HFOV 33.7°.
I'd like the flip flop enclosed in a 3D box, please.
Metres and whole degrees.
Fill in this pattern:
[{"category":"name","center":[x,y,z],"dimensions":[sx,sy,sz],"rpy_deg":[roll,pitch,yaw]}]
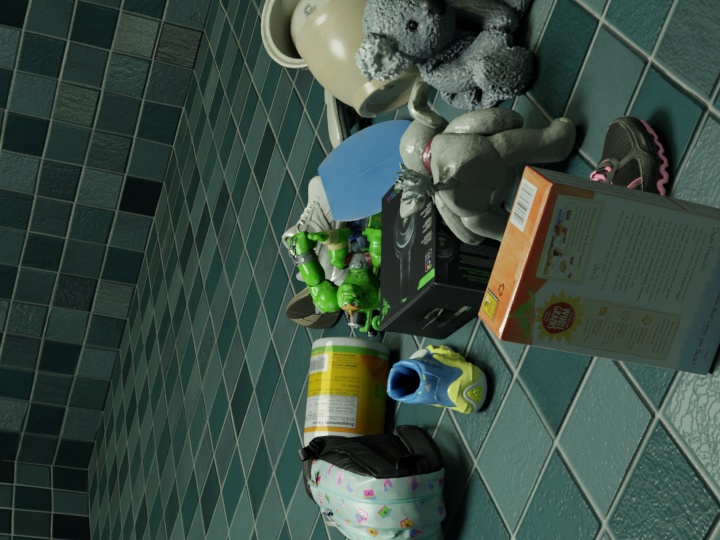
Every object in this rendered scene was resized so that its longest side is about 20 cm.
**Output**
[{"category":"flip flop","center":[-0.056,0.024,1.902],"dimensions":[0.058,0.081,0.200],"rpy_deg":[-75,12,-47]}]

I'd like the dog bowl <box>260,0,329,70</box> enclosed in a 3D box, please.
[{"category":"dog bowl","center":[-0.073,-0.435,2.058],"dimensions":[0.200,0.074,0.201],"rpy_deg":[-7,77,34]}]

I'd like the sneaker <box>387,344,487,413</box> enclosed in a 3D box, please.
[{"category":"sneaker","center":[0.072,0.124,1.440],"dimensions":[0.200,0.105,0.076],"rpy_deg":[-178,98,-70]}]

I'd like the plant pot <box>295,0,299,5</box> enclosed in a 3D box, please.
[{"category":"plant pot","center":[-0.110,-0.558,2.200],"dimensions":[0.200,0.200,0.184],"rpy_deg":[163,100,-68]}]

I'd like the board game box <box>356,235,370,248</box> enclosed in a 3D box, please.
[{"category":"board game box","center":[0.009,-0.111,1.862],"dimensions":[0.200,0.019,0.103],"rpy_deg":[-112,39,-57]}]

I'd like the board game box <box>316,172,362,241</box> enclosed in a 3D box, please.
[{"category":"board game box","center":[-0.026,-0.111,1.879],"dimensions":[0.200,0.034,0.136],"rpy_deg":[153,125,-65]}]

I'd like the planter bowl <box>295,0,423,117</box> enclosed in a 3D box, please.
[{"category":"planter bowl","center":[0.024,-0.305,1.706],"dimensions":[0.135,0.200,0.200],"rpy_deg":[65,150,13]}]

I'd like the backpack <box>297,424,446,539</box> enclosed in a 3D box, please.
[{"category":"backpack","center":[0.031,0.264,1.445],"dimensions":[0.200,0.166,0.127],"rpy_deg":[-171,72,-67]}]

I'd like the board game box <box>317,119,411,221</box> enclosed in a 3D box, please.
[{"category":"board game box","center":[0.025,-0.136,1.730],"dimensions":[0.158,0.039,0.200],"rpy_deg":[-28,40,8]}]

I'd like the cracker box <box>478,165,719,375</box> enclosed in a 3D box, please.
[{"category":"cracker box","center":[0.211,0.002,0.971],"dimensions":[0.058,0.199,0.134],"rpy_deg":[-125,49,-65]}]

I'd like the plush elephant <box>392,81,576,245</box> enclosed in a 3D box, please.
[{"category":"plush elephant","center":[0.110,-0.123,1.328],"dimensions":[0.155,0.199,0.165],"rpy_deg":[-119,35,-54]}]

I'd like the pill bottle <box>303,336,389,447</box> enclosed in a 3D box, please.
[{"category":"pill bottle","center":[-0.020,0.200,1.649],"dimensions":[0.111,0.111,0.201],"rpy_deg":[150,127,-65]}]

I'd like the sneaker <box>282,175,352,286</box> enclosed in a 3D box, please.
[{"category":"sneaker","center":[-0.068,-0.065,1.770],"dimensions":[0.078,0.099,0.200],"rpy_deg":[120,149,-47]}]

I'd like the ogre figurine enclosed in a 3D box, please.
[{"category":"ogre figurine","center":[0.000,0.000,1.654],"dimensions":[0.098,0.199,0.120],"rpy_deg":[-85,-11,-82]}]

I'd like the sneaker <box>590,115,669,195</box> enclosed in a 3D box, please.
[{"category":"sneaker","center":[0.227,-0.054,1.116],"dimensions":[0.079,0.095,0.201],"rpy_deg":[158,122,-69]}]

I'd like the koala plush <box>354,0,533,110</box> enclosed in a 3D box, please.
[{"category":"koala plush","center":[0.089,-0.289,1.461],"dimensions":[0.184,0.199,0.178],"rpy_deg":[147,130,-64]}]

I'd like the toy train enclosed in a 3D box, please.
[{"category":"toy train","center":[0.018,-0.005,1.727],"dimensions":[0.042,0.056,0.201],"rpy_deg":[172,108,-69]}]

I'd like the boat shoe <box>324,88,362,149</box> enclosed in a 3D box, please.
[{"category":"boat shoe","center":[-0.024,-0.273,1.966],"dimensions":[0.200,0.062,0.073],"rpy_deg":[-98,11,-45]}]

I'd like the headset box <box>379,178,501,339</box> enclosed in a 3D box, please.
[{"category":"headset box","center":[0.096,-0.025,1.468],"dimensions":[0.174,0.092,0.201],"rpy_deg":[137,139,-60]}]
